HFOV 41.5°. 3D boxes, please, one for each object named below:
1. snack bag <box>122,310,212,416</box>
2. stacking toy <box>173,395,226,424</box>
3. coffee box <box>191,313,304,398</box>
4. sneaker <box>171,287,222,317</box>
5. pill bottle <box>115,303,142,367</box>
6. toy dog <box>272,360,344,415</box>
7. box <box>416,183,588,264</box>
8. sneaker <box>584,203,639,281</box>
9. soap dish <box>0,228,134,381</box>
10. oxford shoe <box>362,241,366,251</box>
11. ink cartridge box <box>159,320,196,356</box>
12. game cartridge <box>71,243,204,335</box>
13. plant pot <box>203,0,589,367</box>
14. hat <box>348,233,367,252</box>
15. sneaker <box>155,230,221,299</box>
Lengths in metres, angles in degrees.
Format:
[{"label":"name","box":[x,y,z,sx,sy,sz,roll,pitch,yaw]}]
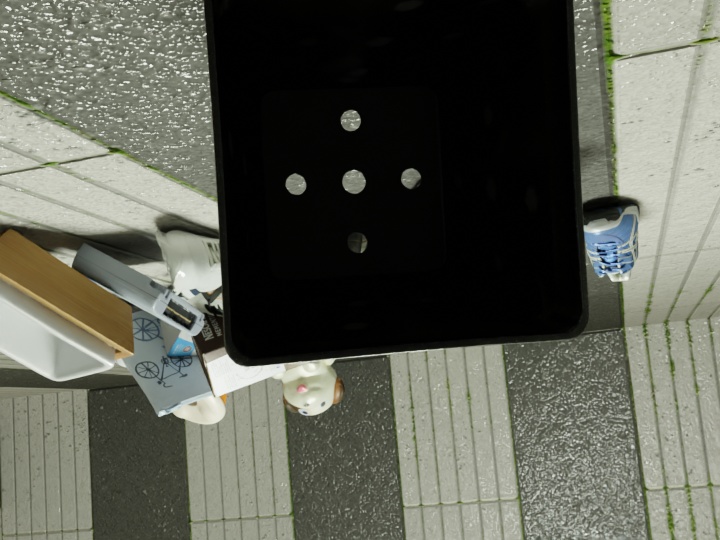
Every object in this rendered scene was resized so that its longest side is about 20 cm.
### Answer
[{"label":"snack bag","box":[-0.286,0.132,1.490,0.187,0.200,0.022,-14,143,-44]},{"label":"stacking toy","box":[-0.254,0.141,1.596,0.144,0.202,0.147,18,144,14]},{"label":"coffee box","box":[-0.140,0.089,1.375,0.197,0.081,0.115,-20,-145,-15]},{"label":"sneaker","box":[-0.177,0.039,1.320,0.196,0.081,0.074,-10,150,18]},{"label":"pill bottle","box":[-0.359,0.112,1.615,0.105,0.109,0.199,-11,169,31]},{"label":"toy dog","box":[-0.104,0.150,1.646,0.137,0.204,0.194,-14,175,0]},{"label":"box","box":[0.128,-0.033,1.006,0.149,0.109,0.200,-4,169,-11]},{"label":"sneaker","box":[0.323,-0.035,1.206,0.074,0.079,0.199,-7,169,24]},{"label":"soap dish","box":[-0.364,0.041,1.059,0.156,0.082,0.199,-15,138,43]},{"label":"oxford shoe","box":[0.000,0.000,1.300,0.074,0.059,0.199,-5,173,-25]},{"label":"ink cartridge box","box":[-0.201,0.075,1.489,0.197,0.068,0.116,1,144,-33]},{"label":"game cartridge","box":[-0.272,0.024,1.163,0.132,0.041,0.200,30,172,12]},{"label":"plant pot","box":[0.010,-0.061,0.579,0.196,0.204,0.177,-4,-178,-8]},{"label":"hat","box":[-0.047,-0.012,1.121,0.196,0.083,0.201,-4,170,-1]},{"label":"sneaker","box":[-0.185,-0.014,1.104,0.079,0.078,0.200,-14,178,-2]}]
